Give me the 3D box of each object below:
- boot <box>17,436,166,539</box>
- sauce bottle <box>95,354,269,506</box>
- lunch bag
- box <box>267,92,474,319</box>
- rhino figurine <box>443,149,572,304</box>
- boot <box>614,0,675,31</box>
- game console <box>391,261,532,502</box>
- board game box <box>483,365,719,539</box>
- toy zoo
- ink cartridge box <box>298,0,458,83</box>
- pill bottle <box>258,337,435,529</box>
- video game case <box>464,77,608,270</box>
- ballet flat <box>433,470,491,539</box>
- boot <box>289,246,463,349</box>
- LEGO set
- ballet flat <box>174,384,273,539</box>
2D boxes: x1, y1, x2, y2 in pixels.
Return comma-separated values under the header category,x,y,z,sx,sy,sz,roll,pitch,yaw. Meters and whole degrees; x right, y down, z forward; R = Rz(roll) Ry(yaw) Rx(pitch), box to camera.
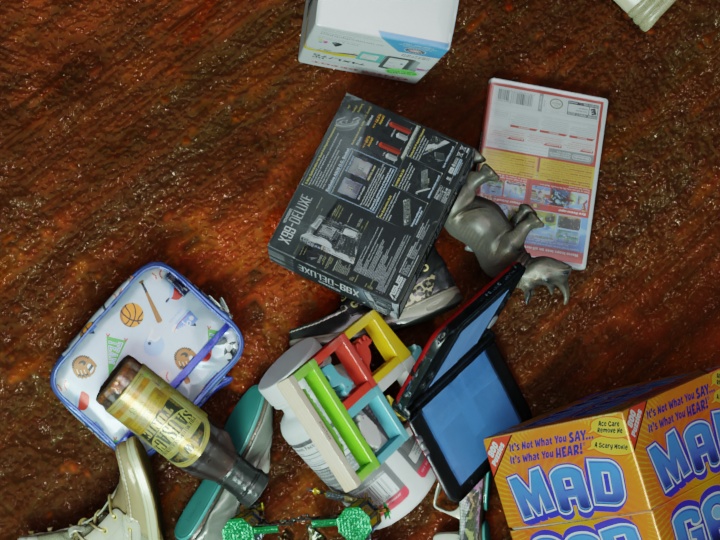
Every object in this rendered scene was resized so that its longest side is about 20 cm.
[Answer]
category,x,y,z,sx,sy,sz,roll,pitch,yaw
boot,-0.285,0.272,1.595,0.153,0.072,0.202,-6,119,-5
sauce bottle,-0.182,0.171,1.585,0.199,0.066,0.066,37,82,-10
lunch bag,-0.225,0.097,1.645,0.160,0.076,0.200,43,83,-5
box,0.012,-0.071,1.632,0.157,0.050,0.201,23,73,9
rhino figurine,0.162,-0.036,1.694,0.087,0.060,0.200,-43,93,11
boot,0.336,-0.395,1.758,0.155,0.073,0.201,38,83,-3
game console,0.135,0.115,1.619,0.118,0.173,0.200,37,38,13
board game box,0.289,0.233,1.601,0.199,0.199,0.202,-15,87,-42
toy zoo,0.008,0.126,1.580,0.132,0.020,0.200,57,40,-4
ink cartridge box,0.021,-0.302,1.645,0.145,0.200,0.148,9,86,-7
pill bottle,-0.016,0.172,1.630,0.111,0.111,0.200,-43,103,-9
video game case,0.203,-0.111,1.746,0.142,0.017,0.202,9,84,-7
ballet flat,0.116,0.273,1.686,0.070,0.069,0.202,-1,81,10
boot,0.000,0.000,1.683,0.198,0.073,0.152,-18,83,0
LEGO set,-0.045,0.306,1.620,0.198,0.116,0.155,-16,90,18
ballet flat,-0.135,0.222,1.660,0.063,0.067,0.201,32,82,-32
